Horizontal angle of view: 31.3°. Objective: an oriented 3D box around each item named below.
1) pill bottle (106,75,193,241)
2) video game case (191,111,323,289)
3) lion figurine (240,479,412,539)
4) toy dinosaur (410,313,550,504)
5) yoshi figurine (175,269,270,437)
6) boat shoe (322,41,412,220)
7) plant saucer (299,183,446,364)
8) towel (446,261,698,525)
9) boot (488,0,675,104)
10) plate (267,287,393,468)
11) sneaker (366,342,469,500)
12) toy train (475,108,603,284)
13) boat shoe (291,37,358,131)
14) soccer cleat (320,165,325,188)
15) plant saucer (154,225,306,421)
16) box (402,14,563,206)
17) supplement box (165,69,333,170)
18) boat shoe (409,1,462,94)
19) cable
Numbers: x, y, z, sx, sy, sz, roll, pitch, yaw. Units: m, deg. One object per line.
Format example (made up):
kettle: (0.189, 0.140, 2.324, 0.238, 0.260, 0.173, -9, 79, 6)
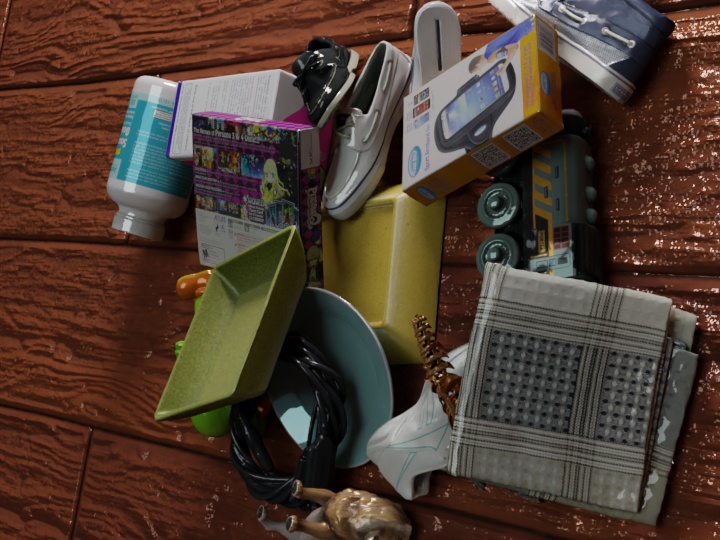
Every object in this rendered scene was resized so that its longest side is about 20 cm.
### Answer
pill bottle: (-0.267, -0.144, 1.681, 0.110, 0.110, 0.203, 14, 88, 47)
video game case: (-0.118, -0.080, 1.448, 0.199, 0.036, 0.184, 14, 111, 46)
lion figurine: (-0.039, 0.276, 1.347, 0.200, 0.121, 0.073, -35, 42, 53)
toy dinosaur: (0.124, 0.120, 1.166, 0.136, 0.200, 0.102, -44, 30, -8)
yoshi figurine: (-0.175, 0.111, 1.519, 0.112, 0.111, 0.203, -41, 61, 55)
boat shoe: (-0.003, -0.158, 1.412, 0.073, 0.067, 0.202, 6, 68, 50)
plant saucer: (0.000, 0.000, 1.410, 0.198, 0.048, 0.203, -6, 74, 45)
towel: (0.186, 0.106, 1.111, 0.197, 0.035, 0.196, 12, 86, 1)
boot: (0.215, -0.248, 1.254, 0.091, 0.072, 0.200, -53, 55, 11)
plate: (-0.032, 0.114, 1.388, 0.198, 0.025, 0.203, 15, 112, 41)
sneaker: (0.088, 0.147, 1.271, 0.201, 0.070, 0.081, -54, 56, 29)
toy train: (0.175, -0.059, 1.229, 0.113, 0.085, 0.203, -9, 69, 30)
boat shoe: (-0.046, -0.218, 1.435, 0.075, 0.066, 0.200, -50, 13, 28)
soccer cleat: (-0.113, -0.076, 1.532, 0.200, 0.067, 0.082, -45, 44, 35)
plant saucer: (-0.130, 0.069, 1.380, 0.199, 0.048, 0.202, -24, 42, 55)
box: (0.106, -0.148, 1.240, 0.199, 0.041, 0.120, -27, 47, 37)
supplement box: (-0.134, -0.176, 1.560, 0.198, 0.100, 0.105, 1, 79, 46)
boat shoe: (0.086, -0.180, 1.361, 0.071, 0.071, 0.203, 4, 93, 7)
cable: (-0.083, 0.158, 1.401, 0.162, 0.050, 0.203, 21, 112, 43)
